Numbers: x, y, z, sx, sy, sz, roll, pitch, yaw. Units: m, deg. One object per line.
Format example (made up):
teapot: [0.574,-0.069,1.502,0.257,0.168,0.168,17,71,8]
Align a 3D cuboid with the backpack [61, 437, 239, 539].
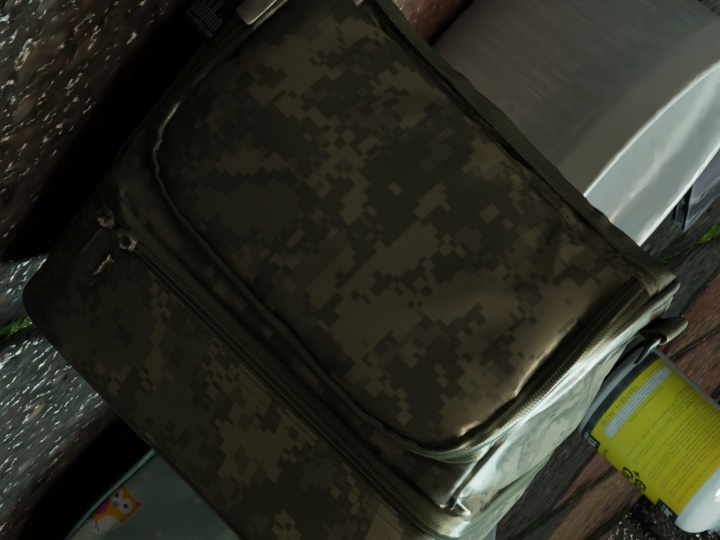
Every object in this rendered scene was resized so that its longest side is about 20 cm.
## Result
backpack: [-0.064,0.151,1.139,0.175,0.153,0.200,-37,157,-16]

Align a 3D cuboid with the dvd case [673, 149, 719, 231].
dvd case: [0.318,-0.124,1.775,0.200,0.016,0.149,-46,165,-9]

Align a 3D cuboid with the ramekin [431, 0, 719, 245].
ramekin: [0.091,-0.064,1.100,0.200,0.105,0.200,-44,166,-14]

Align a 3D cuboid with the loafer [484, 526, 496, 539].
loafer: [0.070,0.110,1.443,0.073,0.072,0.201,125,-14,-62]

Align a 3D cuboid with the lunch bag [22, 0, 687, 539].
lunch bag: [0.000,0.000,0.832,0.168,0.200,0.139,-49,168,23]

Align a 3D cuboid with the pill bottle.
pill bottle: [0.307,0.173,2.153,0.112,0.200,0.112,-43,165,-15]
